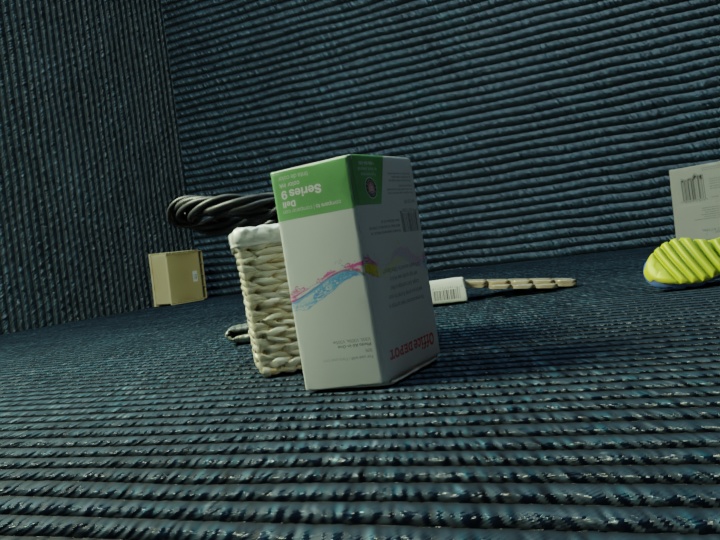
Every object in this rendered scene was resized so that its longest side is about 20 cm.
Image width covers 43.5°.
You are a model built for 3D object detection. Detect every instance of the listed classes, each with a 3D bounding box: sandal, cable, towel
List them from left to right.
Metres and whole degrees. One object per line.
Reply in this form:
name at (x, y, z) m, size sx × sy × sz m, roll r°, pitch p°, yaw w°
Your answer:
cable at (-0.126, -0.068, 1.067) m, size 0.200 × 0.051 × 0.163 m, roll -4°, pitch 4°, yaw -20°
towel at (-0.107, 0.088, 1.440) m, size 0.200 × 0.035 × 0.193 m, roll -10°, pitch -1°, yaw -2°
sandal at (0.510, -0.010, 1.326) m, size 0.200 × 0.080 × 0.087 m, roll -13°, pitch -29°, yaw -6°

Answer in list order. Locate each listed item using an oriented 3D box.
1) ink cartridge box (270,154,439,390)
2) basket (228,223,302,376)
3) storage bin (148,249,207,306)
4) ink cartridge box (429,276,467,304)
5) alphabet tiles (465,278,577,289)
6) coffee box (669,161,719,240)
ink cartridge box at (0.000, 0.000, 0.838) m, size 0.087 × 0.200 × 0.145 m, roll -11°, pitch 1°, yaw 25°
basket at (-0.042, 0.020, 1.029) m, size 0.198 × 0.161 × 0.200 m, roll -8°, pitch 2°, yaw -9°
storage bin at (-0.694, 0.026, 3.455) m, size 0.094 × 0.200 × 0.198 m, roll -5°, pitch 3°, yaw 36°
ink cartridge box at (0.115, 0.044, 1.686) m, size 0.161 × 0.050 × 0.200 m, roll -8°, pitch -4°, yaw 5°
alphabet tiles at (0.293, 0.022, 1.667) m, size 0.200 × 0.015 × 0.196 m, roll -1°, pitch 2°, yaw 6°
coffee box at (0.813, -0.138, 1.957) m, size 0.198 × 0.200 × 0.199 m, roll -8°, pitch 2°, yaw -44°
